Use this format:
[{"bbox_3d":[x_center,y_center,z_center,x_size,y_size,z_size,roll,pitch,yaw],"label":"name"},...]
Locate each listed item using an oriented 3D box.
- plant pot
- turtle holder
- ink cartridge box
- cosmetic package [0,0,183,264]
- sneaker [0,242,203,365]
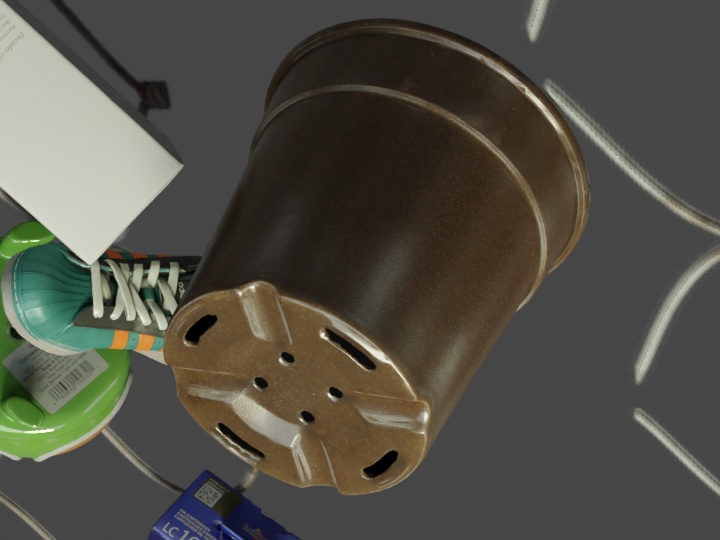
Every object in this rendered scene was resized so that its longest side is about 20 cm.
[{"bbox_3d":[0.000,0.000,1.062,0.200,0.198,0.200,16,137,16],"label":"plant pot"},{"bbox_3d":[-0.241,0.052,1.301,0.185,0.141,0.132,16,156,2],"label":"turtle holder"},{"bbox_3d":[-0.098,0.241,1.440,0.136,0.076,0.200,35,136,9],"label":"ink cartridge box"},{"bbox_3d":[-0.204,-0.104,1.127,0.200,0.085,0.108,42,-178,-16],"label":"cosmetic package"},{"bbox_3d":[-0.131,0.016,1.201,0.080,0.072,0.200,-15,165,32],"label":"sneaker"}]
